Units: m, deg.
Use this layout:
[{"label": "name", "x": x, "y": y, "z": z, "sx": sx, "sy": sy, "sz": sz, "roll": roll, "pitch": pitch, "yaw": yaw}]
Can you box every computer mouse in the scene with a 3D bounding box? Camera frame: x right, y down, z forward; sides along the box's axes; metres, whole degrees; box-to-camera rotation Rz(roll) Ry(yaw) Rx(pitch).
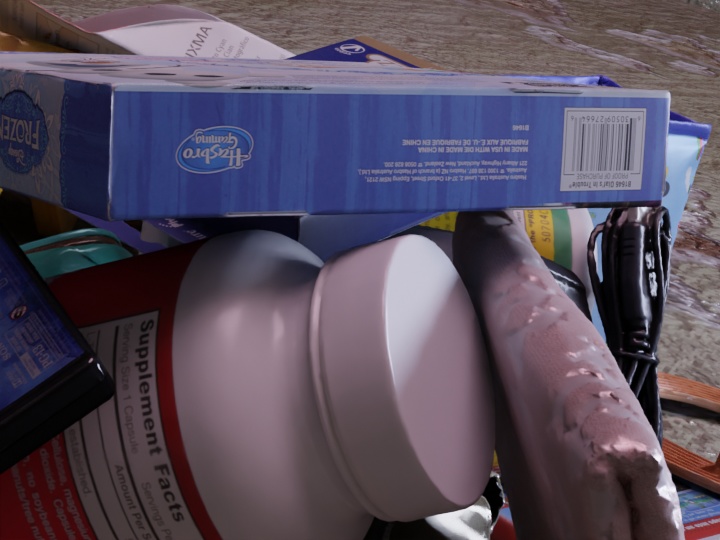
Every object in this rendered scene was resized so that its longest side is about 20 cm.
[{"label": "computer mouse", "x": 0.048, "y": 0.021, "z": 0.845, "sx": 0.199, "sy": 0.139, "sz": 0.053, "roll": 8, "pitch": -9, "yaw": -15}]

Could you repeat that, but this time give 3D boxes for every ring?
[{"label": "ring", "x": 0.195, "y": 0.083, "z": 1.004, "sx": 0.199, "sy": 0.019, "sz": 0.200, "roll": 17, "pitch": 13, "yaw": -4}]

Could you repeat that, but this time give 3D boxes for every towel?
[{"label": "towel", "x": 0.076, "y": 0.094, "z": 0.630, "sx": 0.032, "sy": 0.192, "sz": 0.200, "roll": -16, "pitch": 22, "yaw": -3}]

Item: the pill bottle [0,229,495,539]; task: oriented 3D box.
[{"label": "pill bottle", "x": -0.064, "y": 0.050, "z": 0.632, "sx": 0.199, "sy": 0.113, "sz": 0.112, "roll": -13, "pitch": 7, "yaw": 22}]

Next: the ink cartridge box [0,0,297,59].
[{"label": "ink cartridge box", "x": -0.112, "y": -0.095, "z": 1.092, "sx": 0.199, "sy": 0.047, "sz": 0.160, "roll": 28, "pitch": -24, "yaw": 2}]

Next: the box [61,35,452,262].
[{"label": "box", "x": -0.022, "y": -0.050, "z": 0.845, "sx": 0.121, "sy": 0.033, "sz": 0.199, "roll": 27, "pitch": 36, "yaw": 35}]

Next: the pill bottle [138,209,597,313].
[{"label": "pill bottle", "x": 0.000, "y": 0.000, "z": 0.921, "sx": 0.199, "sy": 0.113, "sz": 0.113, "roll": 9, "pitch": 18, "yaw": -14}]

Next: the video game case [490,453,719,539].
[{"label": "video game case", "x": 0.075, "y": 0.091, "z": 0.916, "sx": 0.142, "sy": 0.018, "sz": 0.200, "roll": -4, "pitch": 24, "yaw": -46}]

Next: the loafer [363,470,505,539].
[{"label": "loafer", "x": 0.019, "y": 0.102, "z": 0.736, "sx": 0.069, "sy": 0.076, "sz": 0.200, "roll": 12, "pitch": 16, "yaw": 7}]

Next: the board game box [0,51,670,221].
[{"label": "board game box", "x": -0.034, "y": -0.049, "z": 0.673, "sx": 0.199, "sy": 0.044, "sz": 0.199, "roll": -2, "pitch": 10, "yaw": -30}]

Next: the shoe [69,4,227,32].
[{"label": "shoe", "x": -0.146, "y": -0.113, "z": 1.203, "sx": 0.199, "sy": 0.072, "sz": 0.091, "roll": -1, "pitch": -11, "yaw": 15}]

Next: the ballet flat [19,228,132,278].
[{"label": "ballet flat", "x": -0.180, "y": 0.037, "z": 0.768, "sx": 0.199, "sy": 0.067, "sz": 0.071, "roll": -12, "pitch": 63, "yaw": 0}]

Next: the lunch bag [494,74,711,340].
[{"label": "lunch bag", "x": 0.074, "y": -0.025, "z": 1.052, "sx": 0.199, "sy": 0.151, "sz": 0.094, "roll": -1, "pitch": 23, "yaw": -42}]

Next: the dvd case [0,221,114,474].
[{"label": "dvd case", "x": -0.179, "y": 0.058, "z": 0.590, "sx": 0.199, "sy": 0.018, "sz": 0.143, "roll": -35, "pitch": 35, "yaw": -9}]

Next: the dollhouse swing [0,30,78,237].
[{"label": "dollhouse swing", "x": -0.261, "y": -0.043, "z": 1.041, "sx": 0.199, "sy": 0.177, "sz": 0.182, "roll": 15, "pitch": -25, "yaw": 3}]
